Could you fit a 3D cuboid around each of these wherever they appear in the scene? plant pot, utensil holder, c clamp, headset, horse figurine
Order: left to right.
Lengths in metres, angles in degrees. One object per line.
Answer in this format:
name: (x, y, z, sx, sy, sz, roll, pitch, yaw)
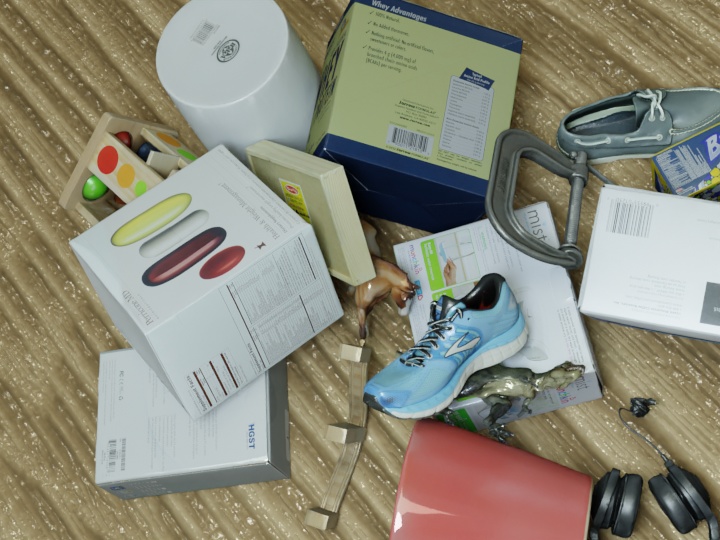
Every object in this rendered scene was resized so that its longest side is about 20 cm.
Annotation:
utensil holder: (-0.127, -0.207, 1.502, 0.169, 0.200, 0.171, -6, 66, 13)
horse figurine: (0.000, 0.000, 1.414, 0.050, 0.133, 0.200, -3, 44, -19)
plant pot: (0.126, 0.254, 1.248, 0.177, 0.201, 0.201, 9, 70, 9)
c clamp: (0.205, -0.072, 1.347, 0.171, 0.027, 0.200, 35, 44, -12)
headset: (0.285, 0.226, 1.283, 0.123, 0.094, 0.201, -6, 81, 9)

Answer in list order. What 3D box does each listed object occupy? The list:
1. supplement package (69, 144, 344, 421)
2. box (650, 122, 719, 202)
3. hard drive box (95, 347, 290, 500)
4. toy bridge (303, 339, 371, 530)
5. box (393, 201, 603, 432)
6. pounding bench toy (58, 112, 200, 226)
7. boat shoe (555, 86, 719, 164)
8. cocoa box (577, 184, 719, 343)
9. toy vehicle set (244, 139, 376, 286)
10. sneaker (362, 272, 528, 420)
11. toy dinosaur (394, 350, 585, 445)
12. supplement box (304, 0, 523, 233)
supplement package: (-0.163, 0.008, 1.375, 0.200, 0.147, 0.191, -35, 47, -15)
box: (0.415, -0.128, 1.386, 0.199, 0.070, 0.064, -25, 65, 4)
hard drive box: (-0.184, 0.159, 1.428, 0.199, 0.077, 0.156, -8, 65, 12)
toy bridge: (-0.016, 0.172, 1.375, 0.027, 0.067, 0.201, 11, 89, 21)
box: (0.144, 0.052, 1.371, 0.176, 0.097, 0.201, -17, 64, 8)
pounding bench toy: (-0.267, -0.061, 1.517, 0.156, 0.124, 0.200, 39, 106, 28)
boat shoe: (0.315, -0.167, 1.436, 0.199, 0.062, 0.073, -12, 64, 11)
cocoa box: (0.336, 0.001, 1.305, 0.199, 0.131, 0.134, 10, 88, 20)
toy vehicle set: (-0.056, -0.065, 1.381, 0.026, 0.125, 0.200, -25, 23, -21)
sneaker: (0.074, 0.066, 1.245, 0.200, 0.090, 0.078, -35, 35, -31)
toy dinosaur: (0.119, 0.120, 1.269, 0.199, 0.048, 0.088, 2, 39, 21)
supplement box: (0.054, -0.170, 1.428, 0.199, 0.134, 0.201, 16, 69, -11)
